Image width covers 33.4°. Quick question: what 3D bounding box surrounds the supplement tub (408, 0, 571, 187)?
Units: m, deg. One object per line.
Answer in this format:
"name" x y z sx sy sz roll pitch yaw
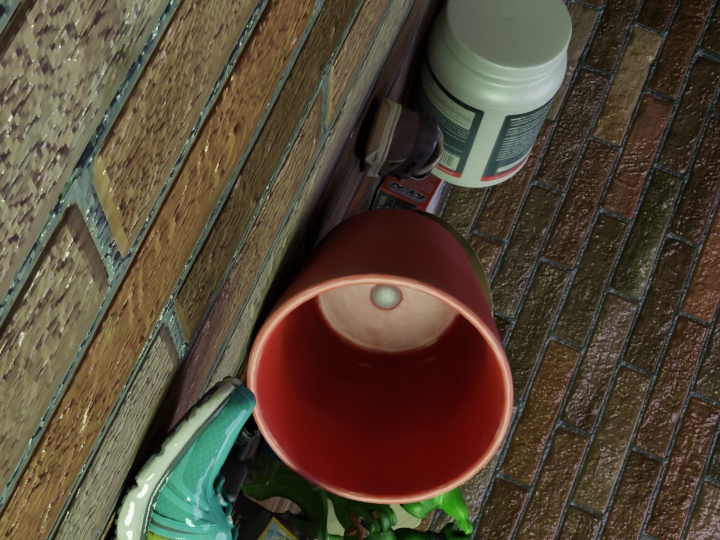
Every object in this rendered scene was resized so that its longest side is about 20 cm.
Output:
"supplement tub" 0.127 -0.190 1.212 0.200 0.140 0.141 106 9 -60

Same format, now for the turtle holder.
"turtle holder" -0.083 0.279 1.096 0.141 0.131 0.187 -78 171 -66

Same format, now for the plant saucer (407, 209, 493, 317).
"plant saucer" 0.053 0.036 1.295 0.034 0.200 0.201 -16 136 -46

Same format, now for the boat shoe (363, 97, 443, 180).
"boat shoe" 0.043 -0.112 1.084 0.200 0.064 0.072 14 97 -86

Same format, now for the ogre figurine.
"ogre figurine" 0.030 0.194 1.070 0.098 0.119 0.201 -115 -170 -45

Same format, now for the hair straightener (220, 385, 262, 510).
"hair straightener" -0.090 0.132 0.898 0.200 0.041 0.077 -49 162 -76

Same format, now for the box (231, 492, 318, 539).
"box" -0.054 0.283 0.930 0.132 0.114 0.200 -55 132 -16

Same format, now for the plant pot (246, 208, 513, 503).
"plant pot" 0.019 0.052 0.945 0.178 0.199 0.201 -83 -168 -63

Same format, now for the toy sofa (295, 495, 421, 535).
"toy sofa" -0.039 0.269 1.241 0.199 0.098 0.083 -29 165 -13

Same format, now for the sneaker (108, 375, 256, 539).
"sneaker" -0.098 0.155 0.679 0.078 0.079 0.201 -33 145 -82

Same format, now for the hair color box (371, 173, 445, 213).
"hair color box" 0.056 -0.077 1.423 0.200 0.064 0.111 -57 170 -59

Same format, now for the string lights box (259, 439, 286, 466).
"string lights box" -0.046 0.116 1.205 0.201 0.059 0.103 108 8 -49
